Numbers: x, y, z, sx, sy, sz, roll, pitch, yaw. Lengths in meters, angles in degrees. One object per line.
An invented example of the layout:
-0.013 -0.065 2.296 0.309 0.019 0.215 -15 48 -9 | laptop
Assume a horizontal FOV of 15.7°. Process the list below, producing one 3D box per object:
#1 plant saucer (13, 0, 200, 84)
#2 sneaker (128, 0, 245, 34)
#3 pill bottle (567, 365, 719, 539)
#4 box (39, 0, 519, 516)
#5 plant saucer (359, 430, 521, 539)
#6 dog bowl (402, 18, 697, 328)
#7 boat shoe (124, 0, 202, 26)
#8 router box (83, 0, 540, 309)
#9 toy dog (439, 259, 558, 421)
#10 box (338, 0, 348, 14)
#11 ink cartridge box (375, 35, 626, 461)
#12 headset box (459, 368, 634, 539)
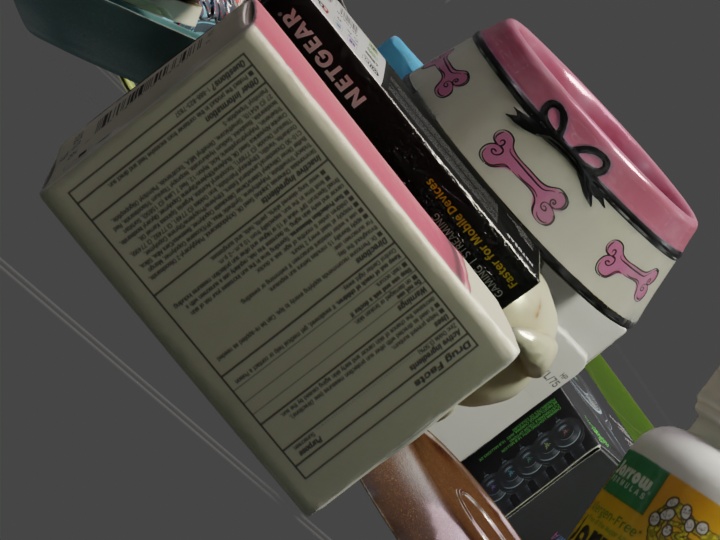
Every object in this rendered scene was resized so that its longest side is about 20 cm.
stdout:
-0.110 -0.119 1.433 0.200 0.036 0.200 24 4 -2 | plant saucer
-0.111 -0.179 1.635 0.200 0.095 0.079 -80 170 -80 | sneaker
0.164 0.152 1.333 0.113 0.200 0.113 35 -1 1 | pill bottle
-0.037 -0.009 1.228 0.200 0.128 0.109 51 6 -12 | box
0.060 0.152 1.451 0.200 0.032 0.200 51 8 -10 | plant saucer
0.117 -0.063 1.527 0.200 0.074 0.200 45 10 -10 | dog bowl
-0.123 -0.176 1.421 0.072 0.060 0.200 23 4 12 | boat shoe
-0.026 -0.034 1.326 0.200 0.149 0.051 50 17 -14 | router box
0.000 0.000 1.442 0.200 0.140 0.194 33 9 -30 | toy dog
-0.070 -0.219 1.420 0.200 0.044 0.160 -115 -179 -55 | box
0.042 -0.012 1.668 0.147 0.146 0.200 43 10 -51 | ink cartridge box
0.123 0.119 1.755 0.174 0.093 0.200 43 12 -48 | headset box
